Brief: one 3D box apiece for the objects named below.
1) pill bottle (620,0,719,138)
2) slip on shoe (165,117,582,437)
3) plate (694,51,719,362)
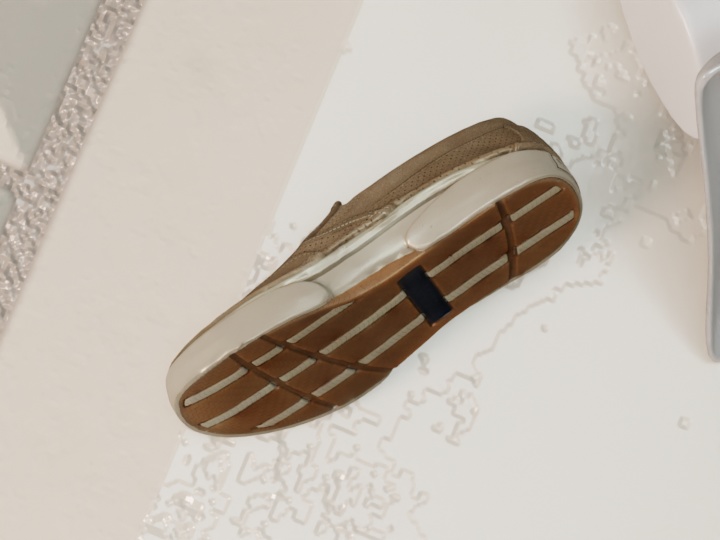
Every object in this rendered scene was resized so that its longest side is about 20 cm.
[{"bbox_3d":[0.219,-0.138,0.954,0.199,0.114,0.115,-23,87,-5],"label":"pill bottle"},{"bbox_3d":[0.000,0.000,0.957,0.199,0.076,0.061,-34,48,2],"label":"slip on shoe"},{"bbox_3d":[0.229,-0.061,0.928,0.199,0.200,0.032,-22,52,-6],"label":"plate"}]
